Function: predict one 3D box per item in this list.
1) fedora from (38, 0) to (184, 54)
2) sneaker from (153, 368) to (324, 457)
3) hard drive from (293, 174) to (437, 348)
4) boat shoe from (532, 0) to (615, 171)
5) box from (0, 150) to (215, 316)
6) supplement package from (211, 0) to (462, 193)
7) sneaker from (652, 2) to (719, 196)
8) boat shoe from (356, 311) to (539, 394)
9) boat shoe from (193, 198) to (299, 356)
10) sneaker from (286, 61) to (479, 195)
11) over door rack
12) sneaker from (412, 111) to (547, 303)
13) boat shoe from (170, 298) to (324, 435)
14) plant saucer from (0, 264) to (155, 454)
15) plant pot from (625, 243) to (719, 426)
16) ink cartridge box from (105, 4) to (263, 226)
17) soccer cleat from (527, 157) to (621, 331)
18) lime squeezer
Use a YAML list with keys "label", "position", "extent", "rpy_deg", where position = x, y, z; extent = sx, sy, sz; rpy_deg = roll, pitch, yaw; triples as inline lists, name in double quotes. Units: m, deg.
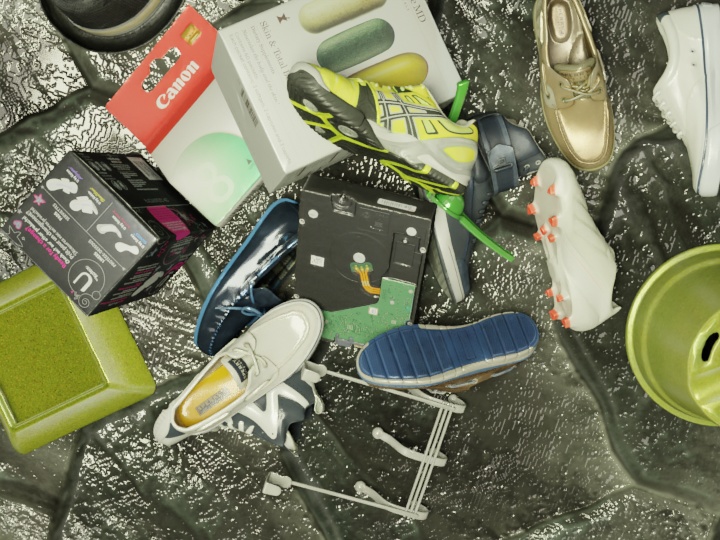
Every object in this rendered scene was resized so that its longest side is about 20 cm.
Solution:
- label: "fedora"
  position: [-0.282, -0.341, 1.108]
  extent: [0.200, 0.092, 0.201]
  rpy_deg: [1, 96, 8]
- label: "sneaker"
  position: [-0.129, 0.173, 1.146]
  extent: [0.199, 0.079, 0.130]
  rpy_deg: [-34, 82, 0]
- label: "hard drive"
  position: [0.000, 0.000, 1.083]
  extent: [0.139, 0.038, 0.201]
  rpy_deg: [13, 129, 8]
- label: "boat shoe"
  position: [0.224, -0.202, 1.065]
  extent: [0.072, 0.065, 0.201]
  rpy_deg: [-12, 94, 9]
- label: "box"
  position: [-0.263, -0.044, 1.082]
  extent: [0.132, 0.200, 0.115]
  rpy_deg: [44, 99, 2]
- label: "supplement package"
  position: [-0.028, -0.195, 1.029]
  extent: [0.199, 0.151, 0.152]
  rpy_deg: [-26, 92, -11]
- label: "sneaker"
  position: [0.342, -0.176, 1.056]
  extent: [0.071, 0.073, 0.201]
  rpy_deg: [-3, 86, 17]
- label: "boat shoe"
  position: [0.093, 0.102, 1.091]
  extent: [0.199, 0.072, 0.072]
  rpy_deg: [-7, 55, -7]
- label: "boat shoe"
  position: [-0.115, 0.016, 1.125]
  extent: [0.069, 0.084, 0.200]
  rpy_deg: [34, 102, 17]
- label: "sneaker"
  position: [0.022, -0.142, 0.931]
  extent: [0.200, 0.075, 0.077]
  rpy_deg: [28, 80, -25]
- label: "over door rack"
  position: [0.002, 0.185, 1.122]
  extent: [0.199, 0.067, 0.148]
  rpy_deg: [15, 99, -19]
- label: "sneaker"
  position: [0.135, -0.071, 1.087]
  extent: [0.146, 0.077, 0.203]
  rpy_deg: [-17, 115, -9]
- label: "boat shoe"
  position: [-0.122, 0.103, 1.077]
  extent: [0.200, 0.070, 0.071]
  rpy_deg: [-37, 84, 1]
- label: "plant saucer"
  position: [-0.372, 0.097, 1.190]
  extent: [0.199, 0.048, 0.201]
  rpy_deg: [-25, 92, 10]
- label: "plant pot"
  position: [0.377, 0.080, 1.013]
  extent: [0.200, 0.184, 0.201]
  rpy_deg: [1, 96, 9]
- label: "ink cartridge box"
  position: [-0.175, -0.175, 1.135]
  extent: [0.200, 0.050, 0.161]
  rpy_deg: [43, 100, 0]
- label: "soccer cleat"
  position: [0.229, -0.031, 1.070]
  extent: [0.077, 0.069, 0.201]
  rpy_deg: [-20, 114, -13]
- label: "lime squeezer"
  position: [0.097, -0.088, 1.013]
  extent: [0.070, 0.038, 0.201]
  rpy_deg: [-24, 116, -9]
